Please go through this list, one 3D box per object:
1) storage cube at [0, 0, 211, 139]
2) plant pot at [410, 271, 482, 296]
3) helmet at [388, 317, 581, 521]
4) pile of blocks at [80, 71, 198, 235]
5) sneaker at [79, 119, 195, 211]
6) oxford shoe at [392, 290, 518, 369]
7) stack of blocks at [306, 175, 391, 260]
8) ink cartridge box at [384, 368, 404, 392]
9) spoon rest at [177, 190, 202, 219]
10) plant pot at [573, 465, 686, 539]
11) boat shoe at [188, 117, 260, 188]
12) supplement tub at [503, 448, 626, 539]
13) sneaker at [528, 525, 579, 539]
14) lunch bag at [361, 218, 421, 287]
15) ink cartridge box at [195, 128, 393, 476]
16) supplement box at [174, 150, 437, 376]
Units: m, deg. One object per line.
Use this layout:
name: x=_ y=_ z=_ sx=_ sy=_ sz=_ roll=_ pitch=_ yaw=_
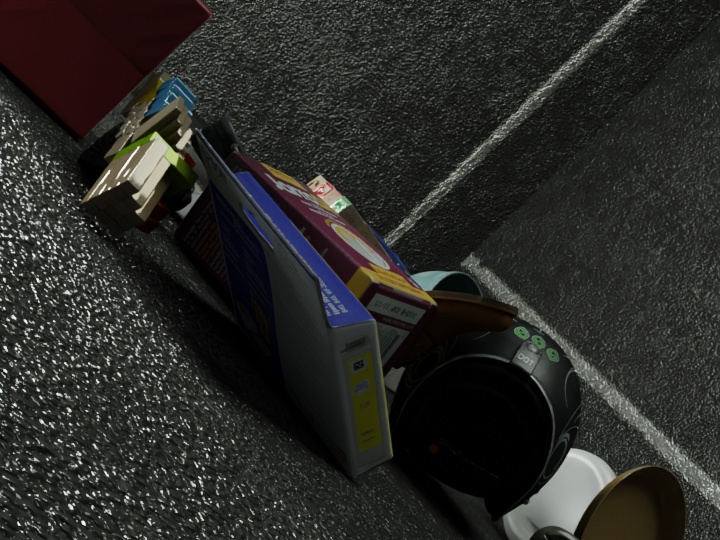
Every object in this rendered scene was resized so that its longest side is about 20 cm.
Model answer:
storage cube: x=-0.269 y=-0.257 z=1.068 sx=0.180 sy=0.171 sz=0.200 roll=46 pitch=2 yaw=-24
plant pot: x=0.097 y=0.091 z=1.916 sx=0.134 sy=0.200 sz=0.200 roll=12 pitch=-22 yaw=39
helmet: x=0.124 y=0.141 z=1.148 sx=0.200 sy=0.200 sz=0.191 roll=46 pitch=13 yaw=4
pile of blocks: x=-0.143 y=-0.090 z=0.863 sx=0.062 sy=0.082 sz=0.200 roll=47 pitch=23 yaw=-26
sneaker: x=-0.185 y=-0.091 z=1.015 sx=0.091 sy=0.076 sz=0.200 roll=56 pitch=5 yaw=-6
oxford shoe: x=0.058 y=0.058 z=1.081 sx=0.200 sy=0.071 sz=0.071 roll=-7 pitch=-20 yaw=37
stack of blocks: x=0.000 y=0.000 z=1.286 sx=0.200 sy=0.059 sz=0.115 roll=55 pitch=-5 yaw=-27
ink cartridge box: x=0.022 y=0.092 z=1.664 sx=0.200 sy=0.067 sz=0.117 roll=48 pitch=3 yaw=30
spoon rest: x=-0.182 y=-0.079 z=1.191 sx=0.200 sy=0.061 sz=0.099 roll=60 pitch=5 yaw=6
plant pot: x=0.285 y=0.304 z=1.252 sx=0.027 sy=0.200 sz=0.200 roll=18 pitch=-20 yaw=48
boat shoe: x=-0.115 y=-0.085 z=1.186 sx=0.076 sy=0.060 sz=0.200 roll=61 pitch=5 yaw=28
supplement tub: x=0.273 y=0.314 z=1.360 sx=0.200 sy=0.144 sz=0.144 roll=45 pitch=2 yaw=-40
sneaker: x=0.213 y=0.315 z=1.111 sx=0.199 sy=0.076 sz=0.114 roll=49 pitch=-1 yaw=-15
lunch bag: x=-0.009 y=0.018 z=1.498 sx=0.132 sy=0.136 sz=0.200 roll=45 pitch=3 yaw=-27
ink cartridge box: x=-0.048 y=0.018 z=0.835 sx=0.198 sy=0.047 sz=0.200 roll=49 pitch=-27 yaw=42
supplement box: x=-0.049 y=0.000 z=1.039 sx=0.200 sy=0.103 sz=0.131 roll=42 pitch=11 yaw=29
